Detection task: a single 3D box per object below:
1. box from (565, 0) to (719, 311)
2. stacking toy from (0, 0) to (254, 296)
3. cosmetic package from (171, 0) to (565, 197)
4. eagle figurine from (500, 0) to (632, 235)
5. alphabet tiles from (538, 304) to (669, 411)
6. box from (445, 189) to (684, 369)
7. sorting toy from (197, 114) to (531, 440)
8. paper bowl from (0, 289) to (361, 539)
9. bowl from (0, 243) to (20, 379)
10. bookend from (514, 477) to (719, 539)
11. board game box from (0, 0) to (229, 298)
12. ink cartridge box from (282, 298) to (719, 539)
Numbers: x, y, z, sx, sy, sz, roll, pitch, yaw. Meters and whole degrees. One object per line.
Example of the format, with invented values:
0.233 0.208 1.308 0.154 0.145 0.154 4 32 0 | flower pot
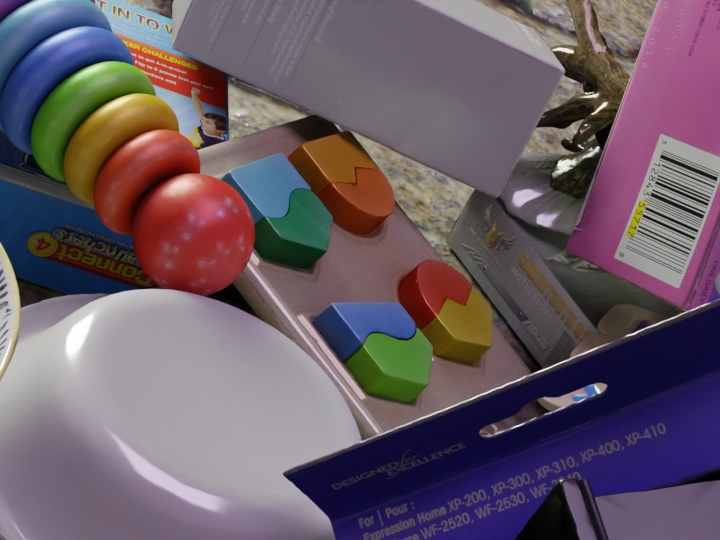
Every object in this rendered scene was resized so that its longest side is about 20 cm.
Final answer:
0.236 -0.059 1.057 0.200 0.176 0.097 13 11 -39 | box
-0.118 -0.066 0.902 0.085 0.086 0.200 -12 49 -46 | stacking toy
0.001 -0.126 1.077 0.199 0.090 0.107 21 16 -14 | cosmetic package
0.187 -0.067 1.162 0.200 0.150 0.152 36 62 -51 | eagle figurine
0.197 0.079 1.011 0.195 0.015 0.200 22 32 20 | alphabet tiles
0.165 0.029 1.145 0.158 0.048 0.200 -2 45 -41 | box
0.000 0.000 1.002 0.185 0.036 0.200 52 25 8 | sorting toy
-0.078 0.088 0.826 0.200 0.105 0.201 22 33 -15 | paper bowl
-0.237 0.037 0.763 0.200 0.094 0.201 12 38 -10 | bowl
0.144 0.155 0.772 0.199 0.199 0.092 -4 59 -21 | bookend
-0.167 -0.078 1.018 0.199 0.056 0.196 19 34 -18 | board game box
0.097 0.094 0.785 0.200 0.198 0.044 47 23 -55 | ink cartridge box
